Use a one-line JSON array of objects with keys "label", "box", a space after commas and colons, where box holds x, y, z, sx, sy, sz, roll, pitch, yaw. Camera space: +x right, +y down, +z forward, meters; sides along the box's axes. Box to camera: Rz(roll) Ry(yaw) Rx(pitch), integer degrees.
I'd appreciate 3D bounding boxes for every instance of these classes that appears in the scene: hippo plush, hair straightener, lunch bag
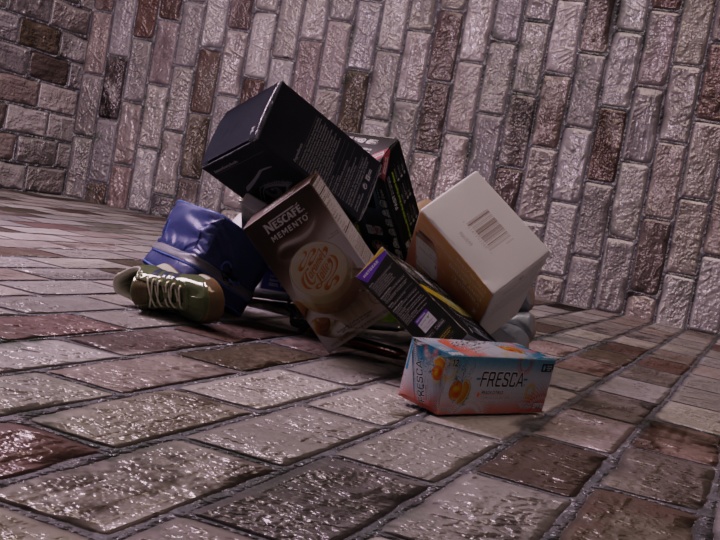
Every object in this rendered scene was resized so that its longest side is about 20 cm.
[{"label": "hippo plush", "box": [0.174, 0.077, 1.715, 0.159, 0.161, 0.200, -13, 16, 38]}, {"label": "hair straightener", "box": [-0.021, 0.064, 1.547, 0.197, 0.078, 0.041, 13, 6, 26]}, {"label": "lunch bag", "box": [-0.229, -0.009, 1.630, 0.135, 0.134, 0.199, 35, -9, -33]}]

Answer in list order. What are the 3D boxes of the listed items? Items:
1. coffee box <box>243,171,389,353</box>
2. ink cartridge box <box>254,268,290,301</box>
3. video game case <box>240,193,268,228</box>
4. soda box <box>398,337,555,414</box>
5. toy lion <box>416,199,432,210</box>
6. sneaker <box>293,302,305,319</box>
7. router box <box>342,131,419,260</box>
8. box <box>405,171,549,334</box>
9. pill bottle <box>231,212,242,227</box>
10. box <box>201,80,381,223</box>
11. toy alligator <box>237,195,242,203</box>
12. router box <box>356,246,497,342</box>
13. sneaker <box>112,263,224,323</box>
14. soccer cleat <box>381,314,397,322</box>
[{"label": "coffee box", "box": [-0.051, -0.011, 1.427, 0.114, 0.201, 0.080, -33, 11, 13]}, {"label": "ink cartridge box", "box": [-0.105, 0.029, 1.852, 0.194, 0.044, 0.199, 9, -7, -30]}, {"label": "video game case", "box": [-0.083, -0.033, 1.558, 0.198, 0.022, 0.182, 30, -12, 0]}, {"label": "soda box", "box": [0.134, 0.119, 1.219, 0.063, 0.070, 0.198, 22, 10, 42]}, {"label": "toy lion", "box": [0.125, -0.037, 1.721, 0.190, 0.069, 0.200, -4, 36, 43]}, {"label": "sneaker", "box": [-0.073, 0.047, 1.718, 0.086, 0.075, 0.199, 12, -1, 22]}, {"label": "router box", "box": [0.006, -0.113, 1.652, 0.148, 0.202, 0.062, 13, 48, 34]}, {"label": "box", "box": [0.151, -0.006, 1.483, 0.153, 0.106, 0.201, 49, -22, 18]}, {"label": "pill bottle", "box": [-0.117, -0.105, 1.760, 0.114, 0.200, 0.115, 39, -19, 17]}, {"label": "box", "box": [-0.096, -0.147, 1.517, 0.199, 0.105, 0.147, 38, -32, -28]}, {"label": "toy alligator", "box": [-0.108, -0.063, 1.660, 0.198, 0.055, 0.059, 21, 30, 27]}, {"label": "router box", "box": [0.096, 0.061, 1.353, 0.157, 0.052, 0.200, 46, 7, 26]}, {"label": "sneaker", "box": [-0.269, 0.033, 1.478, 0.089, 0.068, 0.199, -4, 13, -36]}, {"label": "soccer cleat", "box": [0.000, 0.000, 1.679, 0.201, 0.081, 0.067, 53, 10, 9]}]
